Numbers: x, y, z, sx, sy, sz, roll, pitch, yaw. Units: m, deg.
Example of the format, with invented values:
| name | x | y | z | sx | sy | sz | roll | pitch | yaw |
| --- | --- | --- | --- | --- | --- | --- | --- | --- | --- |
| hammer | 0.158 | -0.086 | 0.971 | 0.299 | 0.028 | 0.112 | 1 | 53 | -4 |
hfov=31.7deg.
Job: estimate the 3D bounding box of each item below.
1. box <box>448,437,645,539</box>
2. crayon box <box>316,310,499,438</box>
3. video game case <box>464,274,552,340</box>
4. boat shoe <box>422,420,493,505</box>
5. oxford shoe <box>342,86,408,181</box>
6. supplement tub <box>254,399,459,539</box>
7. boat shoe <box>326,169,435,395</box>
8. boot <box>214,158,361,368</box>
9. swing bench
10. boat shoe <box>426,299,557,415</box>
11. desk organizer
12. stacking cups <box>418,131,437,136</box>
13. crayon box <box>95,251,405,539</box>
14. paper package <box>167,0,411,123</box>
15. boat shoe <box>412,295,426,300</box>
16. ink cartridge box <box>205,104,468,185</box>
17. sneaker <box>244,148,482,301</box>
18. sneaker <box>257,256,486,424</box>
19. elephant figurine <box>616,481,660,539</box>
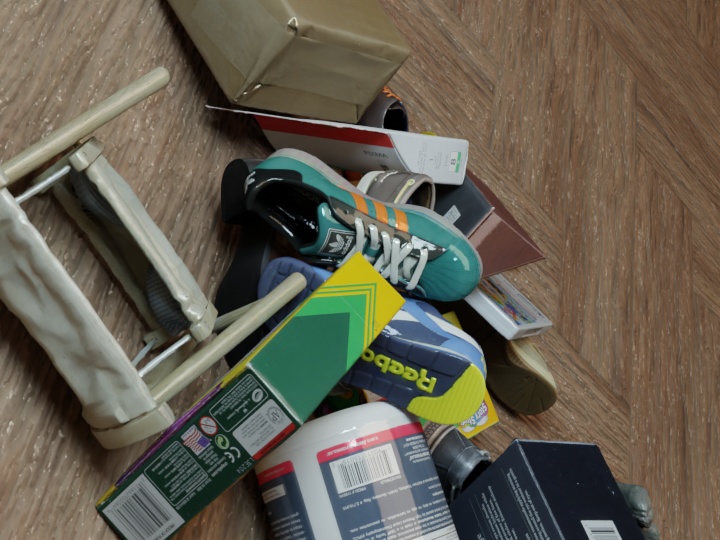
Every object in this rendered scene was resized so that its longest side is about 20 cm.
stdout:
| name | x | y | z | sx | sy | sz | roll | pitch | yaw |
| --- | --- | --- | --- | --- | --- | --- | --- | --- | --- |
| box | 0.144 | 0.271 | 1.025 | 0.103 | 0.182 | 0.201 | 9 | 45 | -39 |
| crayon box | 0.042 | 0.118 | 1.177 | 0.199 | 0.058 | 0.120 | -15 | 82 | -56 |
| video game case | 0.123 | 0.014 | 1.286 | 0.143 | 0.018 | 0.200 | 45 | 11 | 14 |
| boat shoe | 0.093 | 0.190 | 1.123 | 0.072 | 0.068 | 0.200 | -49 | 154 | -16 |
| oxford shoe | 0.015 | -0.172 | 1.311 | 0.071 | 0.072 | 0.202 | 7 | 63 | -51 |
| supplement tub | 0.006 | 0.214 | 0.994 | 0.140 | 0.140 | 0.202 | -3 | 72 | -54 |
| boat shoe | 0.013 | 0.008 | 1.061 | 0.072 | 0.059 | 0.202 | 36 | 64 | -43 |
| boot | -0.032 | 0.004 | 1.102 | 0.199 | 0.068 | 0.190 | 7 | 72 | -42 |
| swing bench | -0.178 | -0.005 | 0.902 | 0.200 | 0.129 | 0.200 | 58 | 40 | -11 |
| boat shoe | 0.136 | 0.072 | 1.328 | 0.200 | 0.072 | 0.065 | 42 | 28 | -29 |
| desk organizer | 0.102 | -0.047 | 1.221 | 0.077 | 0.072 | 0.200 | 38 | 11 | -23 |
| stacking cups | 0.124 | -0.076 | 1.408 | 0.200 | 0.060 | 0.061 | 36 | 43 | -36 |
| crayon box | -0.076 | 0.095 | 0.901 | 0.058 | 0.200 | 0.173 | 47 | 36 | -1 |
| paper package | -0.076 | -0.245 | 1.163 | 0.190 | 0.103 | 0.201 | 2 | 49 | -54 |
| boat shoe | 0.000 | 0.000 | 1.205 | 0.199 | 0.072 | 0.063 | 27 | 75 | -43 |
| ink cartridge box | -0.020 | -0.112 | 1.148 | 0.199 | 0.160 | 0.051 | -4 | 103 | -53 |
| sneaker | -0.003 | -0.024 | 0.985 | 0.199 | 0.072 | 0.080 | 26 | 27 | 6 |
| sneaker | 0.011 | 0.050 | 0.998 | 0.199 | 0.074 | 0.082 | 30 | 25 | 7 |
| elephant figurine | 0.222 | 0.287 | 1.238 | 0.200 | 0.154 | 0.143 | -40 | 124 | -64 |
